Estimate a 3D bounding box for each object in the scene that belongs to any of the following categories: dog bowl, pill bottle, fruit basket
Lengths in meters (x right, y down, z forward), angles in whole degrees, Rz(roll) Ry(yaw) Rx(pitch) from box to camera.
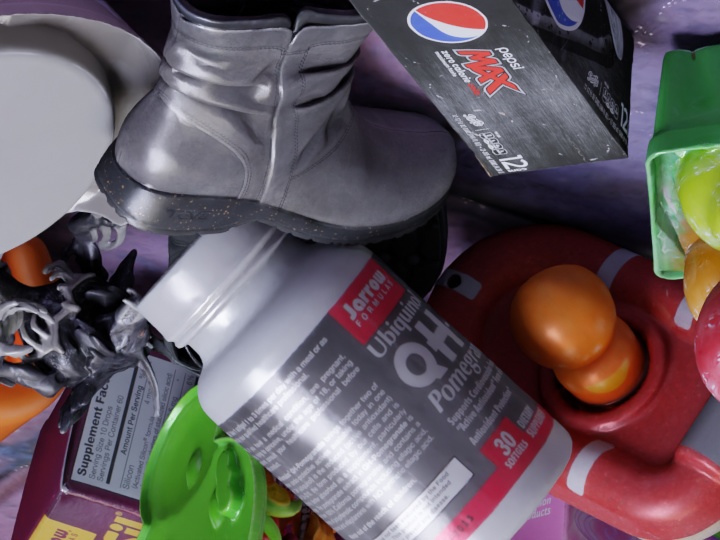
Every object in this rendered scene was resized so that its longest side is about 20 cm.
[{"bbox_3d":[-0.184,-0.062,1.300,0.200,0.059,0.200,-19,145,-14],"label":"dog bowl"},{"bbox_3d":[-0.006,0.055,1.364,0.200,0.111,0.111,42,148,-4],"label":"pill bottle"},{"bbox_3d":[0.185,0.005,1.297,0.093,0.200,0.185,-12,153,2],"label":"fruit basket"}]

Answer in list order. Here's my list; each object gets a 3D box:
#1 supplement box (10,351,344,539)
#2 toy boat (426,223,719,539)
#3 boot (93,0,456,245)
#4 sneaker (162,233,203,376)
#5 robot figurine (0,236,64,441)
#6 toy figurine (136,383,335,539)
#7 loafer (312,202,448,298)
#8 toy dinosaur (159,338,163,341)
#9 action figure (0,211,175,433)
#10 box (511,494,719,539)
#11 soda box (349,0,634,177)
[{"bbox_3d":[-0.076,0.129,1.576,0.200,0.103,0.131,18,148,-11],"label":"supplement box"},{"bbox_3d":[0.112,0.040,1.422,0.200,0.131,0.131,25,165,37],"label":"toy boat"},{"bbox_3d":[-0.014,-0.079,1.300,0.200,0.070,0.132,-7,139,-41],"label":"boot"},{"bbox_3d":[-0.069,0.022,1.499,0.070,0.099,0.200,2,156,4],"label":"sneaker"},{"bbox_3d":[-0.228,0.045,1.563,0.117,0.144,0.200,39,146,-12],"label":"robot figurine"},{"bbox_3d":[-0.014,0.167,1.453,0.184,0.200,0.150,24,125,-23],"label":"toy figurine"},{"bbox_3d":[0.000,0.000,1.476,0.068,0.071,0.201,7,142,-9],"label":"loafer"},{"bbox_3d":[-0.023,0.069,1.614,0.102,0.077,0.200,9,165,-43],"label":"toy dinosaur"},{"bbox_3d":[-0.166,0.001,1.432,0.200,0.119,0.102,29,149,-17],"label":"action figure"},{"bbox_3d":[0.140,0.134,1.576,0.176,0.200,0.097,26,147,-36],"label":"box"},{"bbox_3d":[0.052,-0.114,1.225,0.071,0.063,0.200,-7,153,23],"label":"soda box"}]
